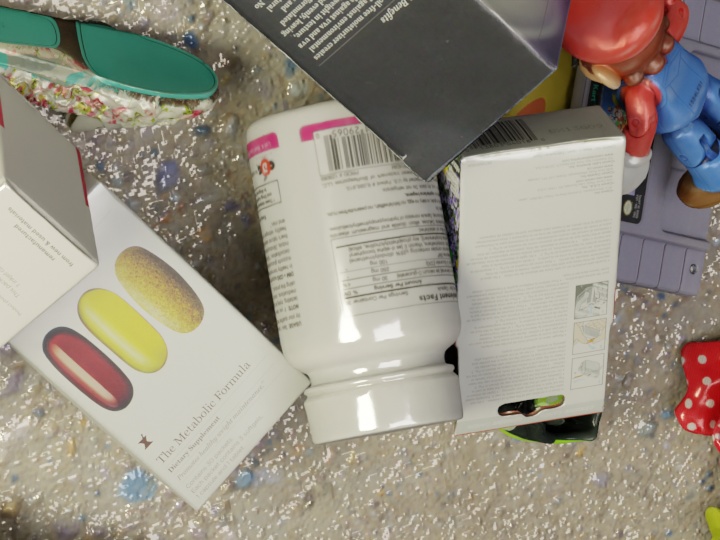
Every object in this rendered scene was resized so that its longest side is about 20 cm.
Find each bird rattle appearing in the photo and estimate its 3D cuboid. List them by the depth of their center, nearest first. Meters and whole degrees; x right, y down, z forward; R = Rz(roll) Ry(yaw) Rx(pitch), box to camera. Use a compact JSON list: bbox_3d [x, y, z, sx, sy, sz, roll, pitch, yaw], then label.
[{"bbox_3d":[0.302,0.132,1.962,0.162,0.112,0.201,-15,98,-32],"label":"bird rattle"}]

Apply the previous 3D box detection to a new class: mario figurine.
[{"bbox_3d":[0.175,-0.130,1.755,0.106,0.124,0.200,-30,128,22],"label":"mario figurine"}]

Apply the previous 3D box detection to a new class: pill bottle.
[{"bbox_3d":[0.000,0.000,1.672,0.113,0.113,0.201,-8,86,-22],"label":"pill bottle"}]

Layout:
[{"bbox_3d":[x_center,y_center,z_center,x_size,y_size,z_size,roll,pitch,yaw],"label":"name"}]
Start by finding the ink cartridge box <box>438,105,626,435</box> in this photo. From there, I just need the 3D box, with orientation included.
[{"bbox_3d":[0.104,0.001,1.718,0.108,0.050,0.201,-8,121,-15],"label":"ink cartridge box"}]

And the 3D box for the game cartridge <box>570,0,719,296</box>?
[{"bbox_3d":[0.192,-0.090,1.824,0.129,0.038,0.201,10,89,-43],"label":"game cartridge"}]

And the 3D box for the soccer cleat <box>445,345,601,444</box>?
[{"bbox_3d":[0.089,0.071,1.798,0.200,0.081,0.068,25,76,-52],"label":"soccer cleat"}]

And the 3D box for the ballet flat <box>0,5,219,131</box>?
[{"bbox_3d":[-0.186,-0.119,1.669,0.199,0.076,0.064,13,130,-23],"label":"ballet flat"}]

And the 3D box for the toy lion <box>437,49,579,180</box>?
[{"bbox_3d":[0.112,-0.072,1.818,0.192,0.069,0.200,-50,119,-12],"label":"toy lion"}]

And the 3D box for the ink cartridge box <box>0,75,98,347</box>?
[{"bbox_3d":[-0.256,-0.001,1.588,0.200,0.147,0.083,-39,120,12],"label":"ink cartridge box"}]

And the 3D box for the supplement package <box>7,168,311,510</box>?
[{"bbox_3d":[-0.148,0.034,1.697,0.114,0.109,0.200,-48,118,-4],"label":"supplement package"}]

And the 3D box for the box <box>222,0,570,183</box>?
[{"bbox_3d":[0.022,-0.197,1.622,0.198,0.200,0.123,41,121,-17],"label":"box"}]
